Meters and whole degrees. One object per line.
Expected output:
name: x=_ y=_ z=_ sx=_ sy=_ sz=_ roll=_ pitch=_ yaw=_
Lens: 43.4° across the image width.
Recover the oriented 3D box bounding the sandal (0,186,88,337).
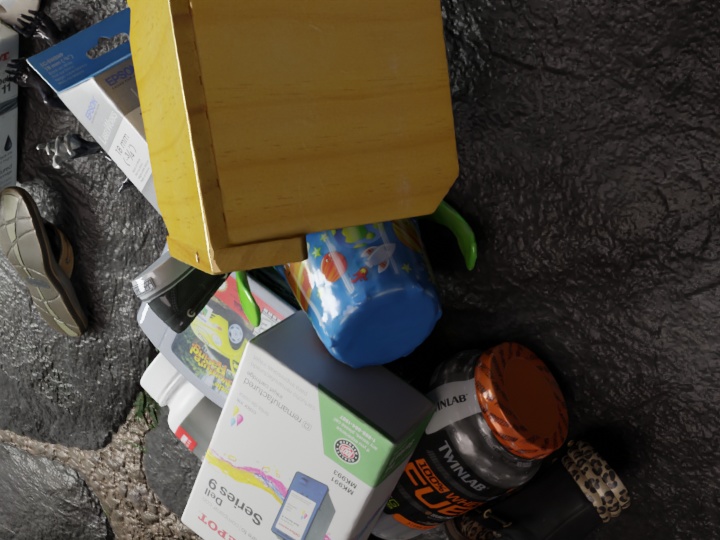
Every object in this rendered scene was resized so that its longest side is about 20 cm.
sandal: x=-0.348 y=-0.013 z=1.016 sx=0.081 sy=0.055 sz=0.202 roll=9 pitch=132 yaw=33

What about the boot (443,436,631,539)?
boot: x=0.151 y=0.213 z=0.796 sx=0.150 sy=0.200 sz=0.074 roll=-37 pitch=83 yaw=0

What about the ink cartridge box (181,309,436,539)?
ink cartridge box: x=-0.047 y=0.161 z=0.753 sx=0.144 sy=0.087 sz=0.202 roll=33 pitch=119 yaw=16

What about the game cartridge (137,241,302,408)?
game cartridge: x=-0.114 y=0.057 z=0.830 sx=0.199 sy=0.041 sz=0.134 roll=35 pitch=119 yaw=15

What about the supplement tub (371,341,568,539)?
supplement tub: x=0.077 y=0.150 z=0.798 sx=0.123 sy=0.122 sz=0.200 roll=50 pitch=128 yaw=-1

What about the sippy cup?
sippy cup: x=0.000 y=0.000 z=0.725 sx=0.177 sy=0.139 sz=0.131 roll=-36 pitch=52 yaw=13

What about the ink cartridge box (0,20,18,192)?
ink cartridge box: x=-0.428 y=-0.153 z=0.917 sx=0.082 sy=0.147 sz=0.202 roll=31 pitch=132 yaw=13

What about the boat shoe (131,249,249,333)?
boat shoe: x=-0.109 y=-0.022 z=0.775 sx=0.068 sy=0.200 sz=0.057 roll=-20 pitch=109 yaw=51

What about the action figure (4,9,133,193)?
action figure: x=-0.255 y=-0.149 z=0.859 sx=0.199 sy=0.102 sz=0.120 roll=39 pitch=116 yaw=9

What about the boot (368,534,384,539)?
boot: x=-0.005 y=0.404 z=0.954 sx=0.201 sy=0.068 sz=0.190 roll=-60 pitch=38 yaw=35

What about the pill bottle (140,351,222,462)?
pill bottle: x=-0.122 y=0.152 z=0.921 sx=0.200 sy=0.114 sz=0.114 roll=44 pitch=127 yaw=4

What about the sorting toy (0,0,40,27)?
sorting toy: x=-0.357 y=-0.326 z=0.849 sx=0.200 sy=0.107 sz=0.181 roll=41 pitch=146 yaw=6

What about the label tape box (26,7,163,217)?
label tape box: x=-0.159 y=-0.151 z=0.767 sx=0.200 sy=0.144 sz=0.063 roll=48 pitch=144 yaw=0

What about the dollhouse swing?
dollhouse swing: x=-0.052 y=-0.119 z=0.642 sx=0.181 sy=0.173 sz=0.204 roll=15 pitch=116 yaw=65

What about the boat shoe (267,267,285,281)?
boat shoe: x=-0.093 y=0.021 z=0.872 sx=0.071 sy=0.070 sz=0.203 roll=-20 pitch=96 yaw=37
